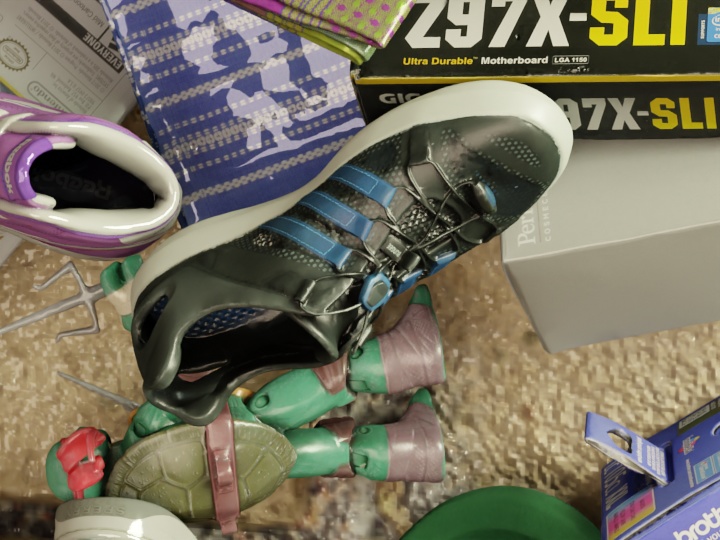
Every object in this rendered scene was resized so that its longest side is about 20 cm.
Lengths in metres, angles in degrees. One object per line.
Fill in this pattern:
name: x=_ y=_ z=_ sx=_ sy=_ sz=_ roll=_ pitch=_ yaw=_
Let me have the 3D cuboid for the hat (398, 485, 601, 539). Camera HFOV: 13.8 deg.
hat: x=0.111 y=0.206 z=1.343 sx=0.165 sy=0.176 sz=0.201 roll=-17 pitch=70 yaw=37

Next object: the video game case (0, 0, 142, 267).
video game case: x=-0.203 y=-0.098 z=1.275 sx=0.200 sy=0.023 sz=0.182 roll=41 pitch=80 yaw=-8

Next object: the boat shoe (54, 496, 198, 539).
boat shoe: x=-0.079 y=0.167 z=1.294 sx=0.074 sy=0.065 sz=0.202 roll=-3 pitch=148 yaw=20

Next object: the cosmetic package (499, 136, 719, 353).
cosmetic package: x=0.156 y=-0.044 z=1.215 sx=0.199 sy=0.090 sz=0.107 roll=-11 pitch=58 yaw=10

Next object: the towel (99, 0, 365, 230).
towel: x=-0.039 y=-0.118 z=1.271 sx=0.144 sy=0.024 sz=0.201 roll=-20 pitch=97 yaw=1

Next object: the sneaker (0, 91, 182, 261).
sneaker: x=-0.168 y=-0.052 z=1.212 sx=0.199 sy=0.114 sz=0.073 roll=9 pitch=87 yaw=-10

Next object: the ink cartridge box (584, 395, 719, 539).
ink cartridge box: x=0.166 y=0.137 z=1.253 sx=0.076 sy=0.136 sz=0.201 roll=-31 pitch=96 yaw=10

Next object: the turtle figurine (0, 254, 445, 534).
turtle figurine: x=-0.064 y=0.064 z=1.279 sx=0.199 sy=0.150 sz=0.101 roll=-6 pitch=62 yaw=-6

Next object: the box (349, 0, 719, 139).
box: x=0.102 y=-0.130 z=1.195 sx=0.199 sy=0.049 sz=0.161 roll=1 pitch=60 yaw=11

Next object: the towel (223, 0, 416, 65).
towel: x=-0.039 y=-0.169 z=1.209 sx=0.199 sy=0.023 sz=0.144 roll=23 pitch=66 yaw=25

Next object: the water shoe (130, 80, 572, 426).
water shoe: x=0.000 y=0.000 z=1.165 sx=0.199 sy=0.079 sz=0.071 roll=-28 pitch=132 yaw=22
